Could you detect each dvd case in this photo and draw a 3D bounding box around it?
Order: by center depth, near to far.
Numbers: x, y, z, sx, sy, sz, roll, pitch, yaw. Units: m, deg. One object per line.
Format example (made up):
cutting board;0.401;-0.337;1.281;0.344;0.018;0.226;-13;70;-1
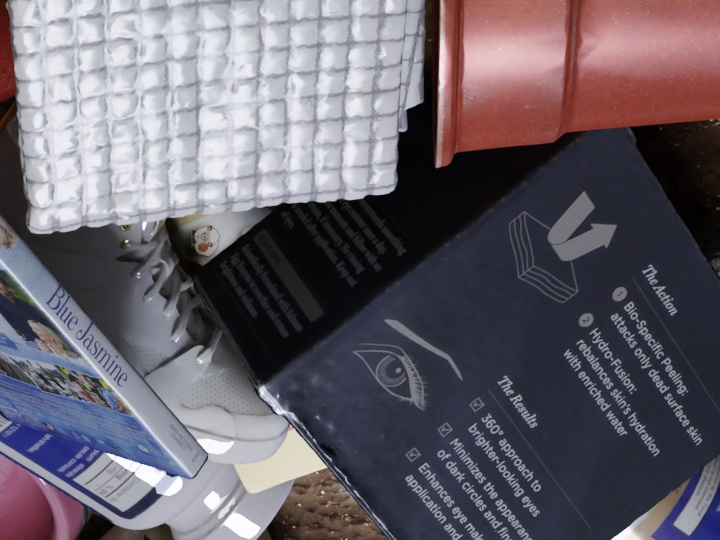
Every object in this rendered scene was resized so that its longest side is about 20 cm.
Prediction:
dvd case;-0.167;0.017;0.959;0.142;0.018;0.200;12;149;43

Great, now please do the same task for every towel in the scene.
towel;-0.058;-0.119;0.833;0.165;0.086;0.201;-8;130;-11

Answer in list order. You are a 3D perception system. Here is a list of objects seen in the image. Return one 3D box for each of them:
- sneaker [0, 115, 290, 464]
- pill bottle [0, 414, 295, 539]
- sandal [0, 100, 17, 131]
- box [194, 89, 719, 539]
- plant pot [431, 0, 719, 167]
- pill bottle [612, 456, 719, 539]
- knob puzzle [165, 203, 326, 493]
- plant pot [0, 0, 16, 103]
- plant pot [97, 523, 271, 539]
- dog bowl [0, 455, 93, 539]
sneaker;-0.101;0.006;1.024;0.199;0.074;0.116;30;121;-10
pill bottle;-0.133;0.068;1.148;0.200;0.116;0.116;36;131;-22
sandal;-0.214;-0.045;1.090;0.059;0.079;0.207;30;124;-15
box;0.064;0.031;1.009;0.200;0.117;0.197;-37;123;0
plant pot;0.126;-0.141;0.846;0.194;0.201;0.201;0;135;1
pill bottle;0.194;0.146;1.142;0.200;0.116;0.116;35;131;-21
knob puzzle;0.000;0.000;1.087;0.218;0.030;0.221;0;112;-1
plant pot;-0.247;-0.145;0.860;0.199;0.176;0.200;26;148;29
plant pot;-0.129;0.236;1.279;0.200;0.201;0.184;30;121;-17
dog bowl;-0.240;0.110;1.244;0.199;0.074;0.201;7;135;7
